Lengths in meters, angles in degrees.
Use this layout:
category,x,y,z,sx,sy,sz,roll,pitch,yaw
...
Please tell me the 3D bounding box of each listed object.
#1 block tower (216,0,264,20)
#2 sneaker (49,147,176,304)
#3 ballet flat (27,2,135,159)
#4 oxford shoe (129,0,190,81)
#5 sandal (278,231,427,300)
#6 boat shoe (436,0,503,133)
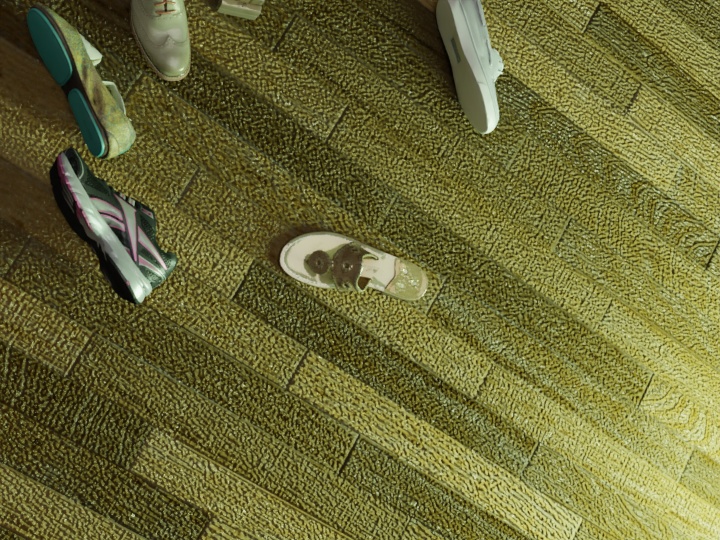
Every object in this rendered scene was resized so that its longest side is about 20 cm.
category,x,y,z,sx,sy,sz,roll,pitch,yaw
block tower,-0.142,-0.435,1.181,0.058,0.054,0.201,8,86,-20
sneaker,-0.299,-0.062,1.106,0.086,0.080,0.200,-37,108,-29
ballet flat,-0.336,-0.234,1.107,0.071,0.071,0.200,-27,97,-18
oxford shoe,-0.254,-0.338,1.127,0.071,0.074,0.201,-16,94,-19
sandal,0.001,-0.006,1.209,0.211,0.070,0.078,14,84,-18
boat shoe,0.167,-0.296,1.282,0.068,0.072,0.200,-17,85,-18
